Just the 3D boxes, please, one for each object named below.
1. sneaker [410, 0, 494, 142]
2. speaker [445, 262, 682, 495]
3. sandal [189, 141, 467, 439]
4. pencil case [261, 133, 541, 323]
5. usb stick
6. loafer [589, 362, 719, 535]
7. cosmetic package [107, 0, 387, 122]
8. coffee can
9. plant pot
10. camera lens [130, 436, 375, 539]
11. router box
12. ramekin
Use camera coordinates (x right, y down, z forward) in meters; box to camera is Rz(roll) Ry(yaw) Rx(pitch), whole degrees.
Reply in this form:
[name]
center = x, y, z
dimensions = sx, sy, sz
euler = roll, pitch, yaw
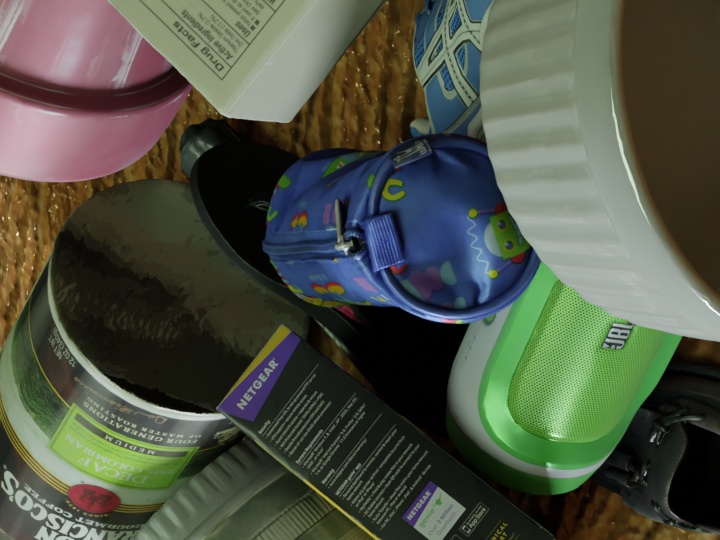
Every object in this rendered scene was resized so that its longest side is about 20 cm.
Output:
[sneaker]
center = 0.058, -0.110, 0.919
dimensions = 0.077, 0.076, 0.200
euler = 32, 136, 28
[speaker]
center = 0.103, 0.003, 0.923
dimensions = 0.088, 0.088, 0.200
euler = 37, 127, 23
[sandal]
center = 0.000, 0.000, 1.063
dimensions = 0.200, 0.075, 0.045
euler = 43, 146, 6
[pencil case]
center = 0.012, -0.018, 0.939
dimensions = 0.200, 0.087, 0.078
euler = -175, 79, -75
[usb stick]
center = -0.025, 0.001, 1.114
dimensions = 0.200, 0.033, 0.055
euler = 48, 161, 10
[loafer]
center = 0.163, 0.088, 0.954
dimensions = 0.200, 0.063, 0.072
euler = 5, 118, 45
[cosmetic package]
center = -0.016, -0.170, 0.884
dimensions = 0.104, 0.073, 0.200
euler = 45, 107, 15
[coffee can]
center = -0.131, 0.063, 1.183
dimensions = 0.146, 0.146, 0.200
euler = 48, 141, 11
[plant pot]
center = -0.144, -0.173, 1.011
dimensions = 0.200, 0.200, 0.179
euler = 46, 128, 13
[camera lens]
center = -0.025, 0.205, 1.155
dimensions = 0.200, 0.160, 0.160
euler = 46, 140, 13
[router box]
center = 0.020, 0.105, 1.023
dimensions = 0.157, 0.052, 0.200
euler = 38, 176, 11
[ramekin]
center = 0.137, -0.066, 0.777
dimensions = 0.105, 0.200, 0.201
euler = -6, 111, 58
